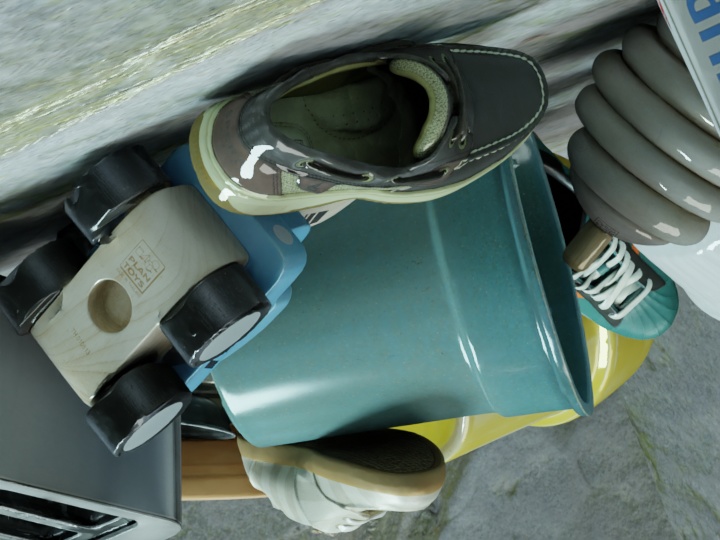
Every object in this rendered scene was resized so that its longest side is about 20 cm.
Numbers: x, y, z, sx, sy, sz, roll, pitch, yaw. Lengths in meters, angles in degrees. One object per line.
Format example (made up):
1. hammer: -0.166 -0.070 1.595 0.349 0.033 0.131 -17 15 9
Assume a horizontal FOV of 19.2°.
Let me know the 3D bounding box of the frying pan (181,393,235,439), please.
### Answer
1. frying pan: -0.169 0.084 1.294 0.189 0.031 0.115 8 170 -12

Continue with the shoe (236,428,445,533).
1. shoe: -0.009 0.123 1.240 0.070 0.054 0.200 -11 -172 -27

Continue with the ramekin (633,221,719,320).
1. ramekin: 0.245 -0.072 1.334 0.094 0.204 0.202 27 147 -28

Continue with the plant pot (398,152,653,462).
1. plant pot: 0.080 0.038 1.511 0.189 0.202 0.200 -33 -176 -39

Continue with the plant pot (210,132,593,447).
1. plant pot: 0.014 0.006 1.212 0.195 0.202 0.200 -13 177 10

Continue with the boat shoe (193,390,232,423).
1. boat shoe: -0.157 0.067 1.448 0.199 0.069 0.075 1 165 26

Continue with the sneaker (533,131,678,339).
1. sneaker: 0.141 -0.014 1.380 0.071 0.200 0.080 -43 -156 10

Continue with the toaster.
1. toaster: -0.201 0.088 1.101 0.180 0.119 0.199 -24 150 35

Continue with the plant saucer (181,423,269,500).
1. plant saucer: -0.115 0.126 1.421 0.199 0.038 0.200 1 180 0

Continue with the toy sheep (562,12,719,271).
1. toy sheep: 0.182 -0.080 1.220 0.201 0.138 0.138 -59 163 16

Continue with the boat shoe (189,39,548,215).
1. boat shoe: 0.018 -0.069 0.975 0.200 0.072 0.066 -13 176 -36

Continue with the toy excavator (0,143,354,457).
1. toy excavator: -0.053 -0.021 1.038 0.195 0.100 0.200 -47 168 26

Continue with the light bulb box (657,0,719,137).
1. light bulb box: 0.239 -0.130 0.950 0.199 0.126 0.198 -24 176 11

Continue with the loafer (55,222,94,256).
1. loafer: -0.124 0.004 1.159 0.068 0.071 0.201 -21 175 -6

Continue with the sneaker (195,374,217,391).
1. sneaker: -0.163 0.024 1.291 0.198 0.085 0.075 5 171 -13
